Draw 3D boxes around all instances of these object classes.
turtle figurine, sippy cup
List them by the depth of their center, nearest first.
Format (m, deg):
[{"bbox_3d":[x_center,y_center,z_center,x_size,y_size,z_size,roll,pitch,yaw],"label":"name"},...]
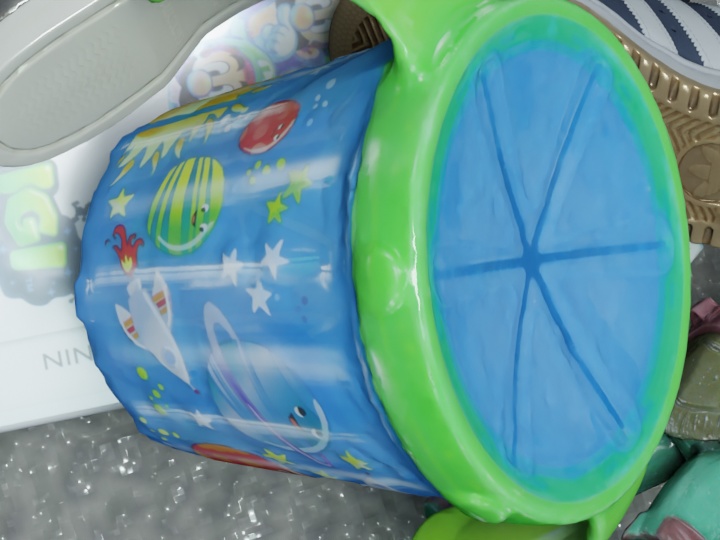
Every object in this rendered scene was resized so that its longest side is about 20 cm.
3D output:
[{"bbox_3d":[0.000,0.000,0.681,0.140,0.130,0.178,2,86,-55],"label":"sippy cup"},{"bbox_3d":[0.125,0.055,0.770,0.200,0.150,0.101,-27,103,-14],"label":"turtle figurine"}]

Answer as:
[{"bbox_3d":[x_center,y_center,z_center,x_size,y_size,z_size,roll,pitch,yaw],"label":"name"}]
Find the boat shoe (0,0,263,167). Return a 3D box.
[{"bbox_3d":[-0.038,-0.105,0.708,0.200,0.074,0.060,-35,64,-10],"label":"boat shoe"}]

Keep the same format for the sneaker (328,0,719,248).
[{"bbox_3d":[0.093,-0.061,0.758,0.200,0.109,0.070,15,122,1],"label":"sneaker"}]

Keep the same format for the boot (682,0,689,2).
[{"bbox_3d":[0.048,-0.156,0.795,0.097,0.075,0.200,-8,105,14],"label":"boot"}]

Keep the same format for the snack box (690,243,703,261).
[{"bbox_3d":[-0.004,-0.028,0.797,0.200,0.037,0.116,41,88,-11],"label":"snack box"}]

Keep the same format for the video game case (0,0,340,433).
[{"bbox_3d":[-0.064,-0.062,0.752,0.182,0.024,0.200,-11,98,-7],"label":"video game case"}]
